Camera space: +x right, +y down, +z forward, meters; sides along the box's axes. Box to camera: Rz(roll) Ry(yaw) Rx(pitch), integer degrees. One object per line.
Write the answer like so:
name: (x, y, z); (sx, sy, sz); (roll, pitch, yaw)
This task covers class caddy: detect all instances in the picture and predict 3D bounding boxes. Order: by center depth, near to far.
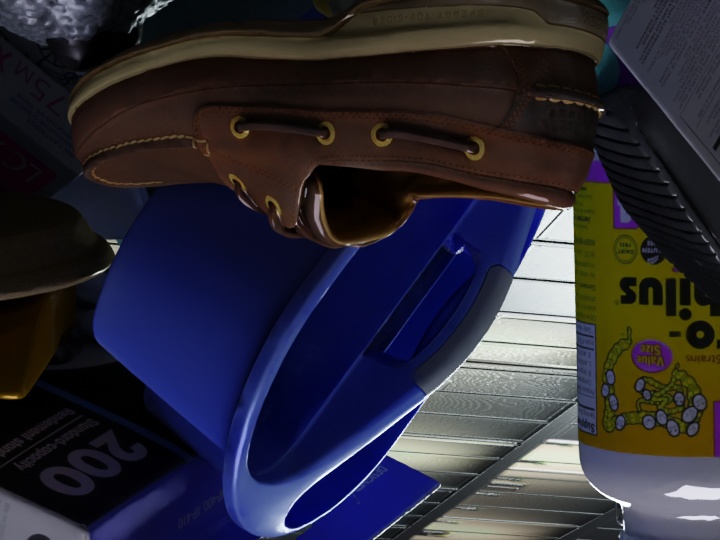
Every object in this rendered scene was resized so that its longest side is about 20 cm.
caddy: (0.000, 0.000, 0.793); (0.105, 0.200, 0.141); (31, 165, 22)

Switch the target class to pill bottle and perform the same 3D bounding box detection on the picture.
pill bottle: (0.143, 0.035, 0.933); (0.104, 0.200, 0.104); (-2, -176, 0)

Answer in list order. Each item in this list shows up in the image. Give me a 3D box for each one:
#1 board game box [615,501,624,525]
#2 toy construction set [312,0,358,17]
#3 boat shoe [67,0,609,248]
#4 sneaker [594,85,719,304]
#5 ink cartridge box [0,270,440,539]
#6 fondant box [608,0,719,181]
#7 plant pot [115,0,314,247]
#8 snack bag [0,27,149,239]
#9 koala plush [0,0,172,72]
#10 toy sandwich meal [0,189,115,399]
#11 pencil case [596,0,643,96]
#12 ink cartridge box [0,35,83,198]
board game box: (0.205, 0.018, 1.051); (0.097, 0.200, 0.159); (10, 163, -29)
toy construction set: (-0.001, -0.139, 0.635); (0.092, 0.131, 0.200); (35, -174, 19)
boat shoe: (-0.015, -0.040, 0.678); (0.200, 0.068, 0.072); (-6, 171, 38)
sneaker: (0.169, -0.017, 0.845); (0.200, 0.089, 0.074); (43, 178, -24)
ink cartridge box: (-0.092, 0.064, 0.864); (0.200, 0.043, 0.198); (23, -154, 20)
fondant box: (0.183, -0.035, 0.726); (0.144, 0.058, 0.200); (19, -157, -23)
plant pot: (-0.036, -0.039, 1.003); (0.200, 0.135, 0.200); (2, 164, 1)
snack bag: (-0.196, -0.082, 0.911); (0.200, 0.021, 0.189); (3, 136, 18)
koala plush: (-0.125, -0.128, 0.718); (0.200, 0.184, 0.177); (-15, 180, -14)
toy sandwich meal: (-0.182, 0.015, 0.800); (0.205, 0.070, 0.205); (1, -170, 0)
pencil case: (0.155, -0.100, 0.850); (0.200, 0.085, 0.092); (6, 136, -15)
ink cartridge box: (-0.210, -0.045, 0.913); (0.119, 0.042, 0.200); (40, 136, -22)
